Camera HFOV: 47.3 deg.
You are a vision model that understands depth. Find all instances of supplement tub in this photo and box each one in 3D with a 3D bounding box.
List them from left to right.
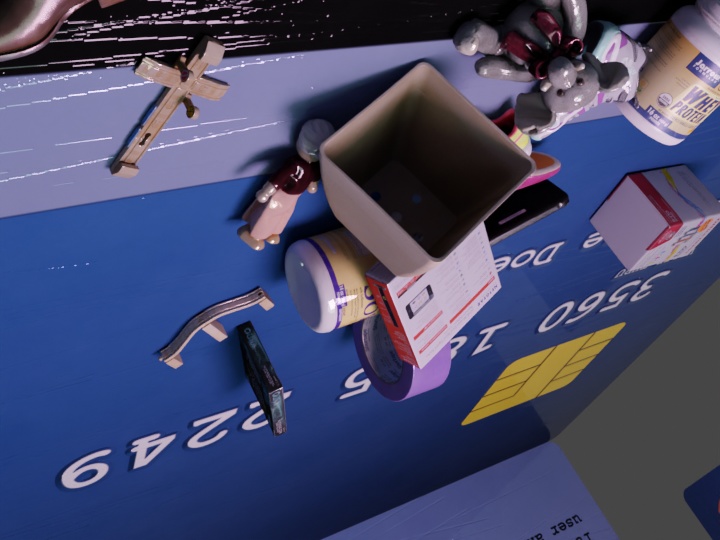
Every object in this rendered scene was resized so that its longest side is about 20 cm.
[{"bbox_3d":[0.000,0.000,1.259,0.199,0.146,0.146,-18,151,-23],"label":"supplement tub"},{"bbox_3d":[0.495,-0.306,1.244,0.144,0.145,0.200,-2,142,-44],"label":"supplement tub"}]

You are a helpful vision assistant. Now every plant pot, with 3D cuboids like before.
[{"bbox_3d":[0.069,-0.105,1.071,0.200,0.200,0.177,-43,172,-23],"label":"plant pot"}]

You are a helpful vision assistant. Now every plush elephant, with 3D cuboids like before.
[{"bbox_3d":[0.240,-0.265,1.039,0.165,0.155,0.200,-38,152,14],"label":"plush elephant"}]

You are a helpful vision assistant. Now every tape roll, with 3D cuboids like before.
[{"bbox_3d":[0.072,0.129,1.494,0.085,0.200,0.200,-14,149,-30],"label":"tape roll"}]

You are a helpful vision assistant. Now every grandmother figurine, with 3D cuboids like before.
[{"bbox_3d":[-0.094,-0.114,1.074,0.200,0.061,0.121,-53,173,32],"label":"grandmother figurine"}]

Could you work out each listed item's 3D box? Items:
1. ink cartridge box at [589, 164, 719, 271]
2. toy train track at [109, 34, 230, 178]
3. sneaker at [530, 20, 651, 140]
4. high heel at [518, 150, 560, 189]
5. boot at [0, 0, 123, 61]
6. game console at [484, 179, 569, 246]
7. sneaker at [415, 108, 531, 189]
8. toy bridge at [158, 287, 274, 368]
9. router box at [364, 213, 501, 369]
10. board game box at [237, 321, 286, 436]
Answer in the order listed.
[{"bbox_3d":[0.615,-0.111,1.699,0.199,0.145,0.145,-13,148,-33],"label":"ink cartridge box"},{"bbox_3d":[-0.208,-0.166,0.888,0.200,0.033,0.115,-44,150,27],"label":"toy train track"},{"bbox_3d":[0.346,-0.256,1.207,0.139,0.078,0.200,14,134,-24],"label":"sneaker"},{"bbox_3d":[0.229,-0.134,1.340,0.199,0.067,0.096,-16,140,-18],"label":"high heel"},{"bbox_3d":[-0.262,-0.269,0.621,0.186,0.064,0.200,-37,159,-19],"label":"boot"},{"bbox_3d":[0.245,-0.075,1.424,0.200,0.176,0.117,-28,125,-6],"label":"game console"},{"bbox_3d":[0.161,-0.181,1.210,0.200,0.078,0.090,-28,143,-15],"label":"sneaker"},{"bbox_3d":[-0.236,0.088,1.300,0.200,0.027,0.067,-32,151,3],"label":"toy bridge"},{"bbox_3d":[0.114,0.016,1.221,0.200,0.049,0.180,-42,132,-24],"label":"router box"},{"bbox_3d":[-0.169,0.192,1.427,0.028,0.135,0.200,-23,153,-16],"label":"board game box"}]
